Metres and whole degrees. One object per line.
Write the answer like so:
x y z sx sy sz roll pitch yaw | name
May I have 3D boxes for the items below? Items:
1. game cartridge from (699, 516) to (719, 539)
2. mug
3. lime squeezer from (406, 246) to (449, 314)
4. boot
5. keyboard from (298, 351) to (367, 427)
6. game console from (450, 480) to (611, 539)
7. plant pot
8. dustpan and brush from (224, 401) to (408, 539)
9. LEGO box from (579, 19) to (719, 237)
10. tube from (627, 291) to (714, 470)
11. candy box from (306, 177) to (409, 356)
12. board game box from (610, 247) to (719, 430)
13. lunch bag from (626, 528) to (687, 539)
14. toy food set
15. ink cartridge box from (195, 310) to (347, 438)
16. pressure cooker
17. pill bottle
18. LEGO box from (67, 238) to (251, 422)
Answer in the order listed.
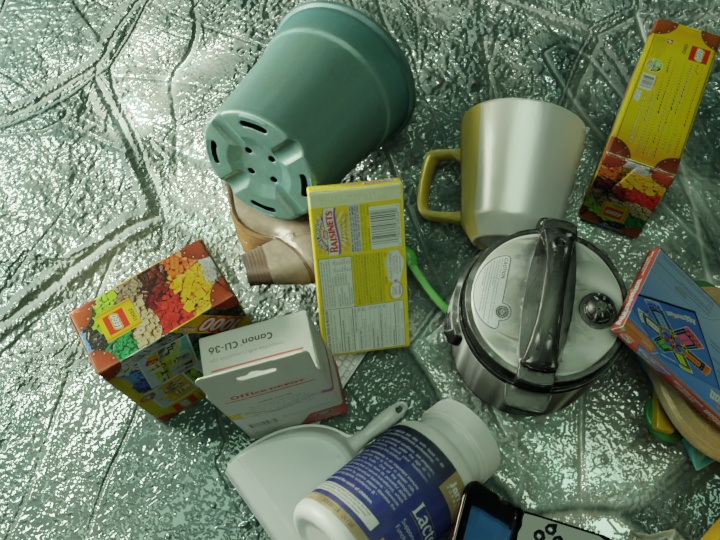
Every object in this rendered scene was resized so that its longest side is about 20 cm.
0.416 0.206 0.746 0.200 0.176 0.032 -39 69 -12 | game cartridge
0.175 -0.098 0.937 0.149 0.187 0.153 16 75 -24 | mug
0.024 -0.001 0.942 0.200 0.038 0.071 15 87 13 | lime squeezer
-0.080 -0.060 0.947 0.146 0.070 0.200 -17 55 -4 | boot
-0.023 0.095 0.915 0.056 0.011 0.200 30 71 16 | keyboard
0.157 0.328 0.742 0.172 0.119 0.200 15 69 10 | game console
-0.067 -0.177 0.905 0.200 0.200 0.196 25 53 14 | plant pot
-0.027 0.207 0.850 0.200 0.057 0.140 -37 81 -5 | dustpan and brush
0.339 -0.165 0.920 0.077 0.149 0.200 21 70 12 | LEGO box
0.350 0.114 0.865 0.077 0.050 0.200 -23 73 -9 | tube
0.000 0.000 0.860 0.102 0.200 0.026 -6 25 -4 | candy box
0.338 0.080 0.766 0.200 0.019 0.103 41 62 -12 | board game box
0.297 0.368 0.707 0.164 0.118 0.200 31 69 4 | lunch bag
0.385 0.107 0.828 0.198 0.049 0.200 18 66 -11 | toy food set
-0.090 0.105 0.804 0.116 0.200 0.068 -16 63 2 | ink cartridge box
0.186 0.051 0.816 0.178 0.200 0.176 -28 71 -8 | pressure cooker
0.041 0.223 0.779 0.200 0.116 0.116 -34 67 -29 | pill bottle
-0.195 0.072 0.833 0.149 0.200 0.077 -31 68 -9 | LEGO box
